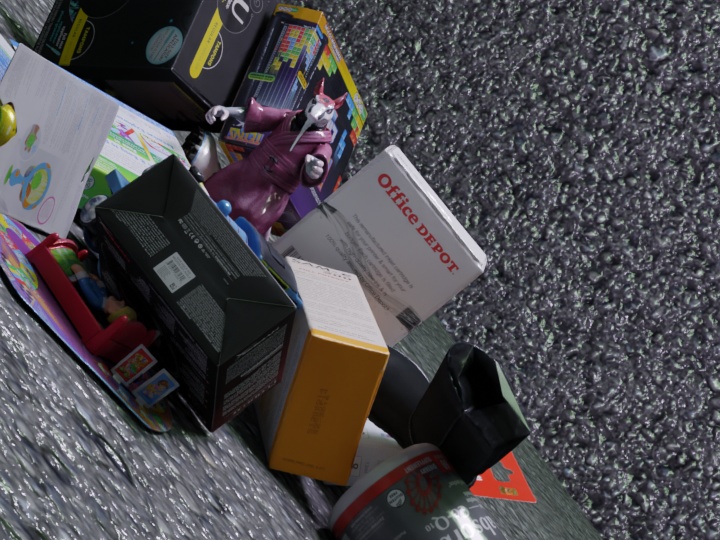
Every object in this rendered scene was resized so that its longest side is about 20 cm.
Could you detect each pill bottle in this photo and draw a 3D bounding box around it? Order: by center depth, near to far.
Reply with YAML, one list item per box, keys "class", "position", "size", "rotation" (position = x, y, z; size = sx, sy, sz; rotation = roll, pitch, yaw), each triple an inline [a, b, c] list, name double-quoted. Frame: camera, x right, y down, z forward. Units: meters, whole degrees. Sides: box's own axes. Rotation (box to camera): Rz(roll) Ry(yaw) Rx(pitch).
- class: "pill bottle"
  position: [0.072, 0.251, 1.619]
  size: [0.200, 0.116, 0.116]
  rotation: [52, 6, 19]

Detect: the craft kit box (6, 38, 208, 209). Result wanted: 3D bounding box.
- class: "craft kit box"
  position: [-0.220, -0.100, 1.739]
  size: [0.200, 0.049, 0.198]
  rotation: [29, 15, -38]

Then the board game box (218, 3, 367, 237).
- class: "board game box"
  position: [-0.065, -0.147, 2.012]
  size: [0.056, 0.166, 0.200]
  rotation: [12, -22, 21]

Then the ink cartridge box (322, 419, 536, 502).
- class: "ink cartridge box"
  position: [0.056, 0.161, 1.849]
  size: [0.163, 0.199, 0.057]
  rotation: [-110, -157, -74]

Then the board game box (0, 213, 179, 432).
- class: "board game box"
  position: [-0.187, 0.024, 1.413]
  size: [0.200, 0.039, 0.158]
  rotation: [49, 6, -22]

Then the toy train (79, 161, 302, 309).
- class: "toy train"
  position: [-0.141, -0.010, 1.624]
  size: [0.200, 0.114, 0.087]
  rotation: [47, 6, -36]

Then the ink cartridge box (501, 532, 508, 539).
- class: "ink cartridge box"
  position: [0.120, 0.302, 1.835]
  size: [0.200, 0.084, 0.146]
  rotation: [49, 5, -23]

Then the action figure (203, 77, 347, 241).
- class: "action figure"
  position: [-0.075, -0.089, 1.843]
  size: [0.134, 0.200, 0.149]
  rotation: [48, 10, 27]

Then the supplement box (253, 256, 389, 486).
- class: "supplement box"
  position: [-0.039, 0.083, 1.702]
  size: [0.073, 0.127, 0.200]
  rotation: [14, 17, -13]

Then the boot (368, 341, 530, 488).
- class: "boot"
  position: [0.061, 0.105, 1.677]
  size: [0.165, 0.066, 0.200]
  rotation: [49, -17, 8]

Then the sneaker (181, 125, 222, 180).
- class: "sneaker"
  position: [-0.161, -0.091, 2.002]
  size: [0.072, 0.072, 0.200]
  rotation: [34, -14, 0]

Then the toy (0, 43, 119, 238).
- class: "toy"
  position: [-0.250, -0.098, 1.469]
  size: [0.047, 0.116, 0.200]
  rotation: [22, -2, 13]

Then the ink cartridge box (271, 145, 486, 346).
- class: "ink cartridge box"
  position: [0.000, 0.000, 1.852]
  size: [0.145, 0.200, 0.084]
  rotation: [50, 11, -2]

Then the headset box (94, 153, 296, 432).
- class: "headset box"
  position: [-0.125, 0.024, 1.468]
  size: [0.149, 0.075, 0.200]
  rotation: [51, -17, 13]

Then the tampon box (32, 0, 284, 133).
- class: "tampon box"
  position: [-0.202, -0.236, 1.995]
  size: [0.199, 0.151, 0.126]
  rotation: [6, -24, 36]

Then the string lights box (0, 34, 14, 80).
- class: "string lights box"
  position: [-0.306, -0.152, 1.513]
  size: [0.103, 0.059, 0.200]
  rotation: [51, 6, 8]
